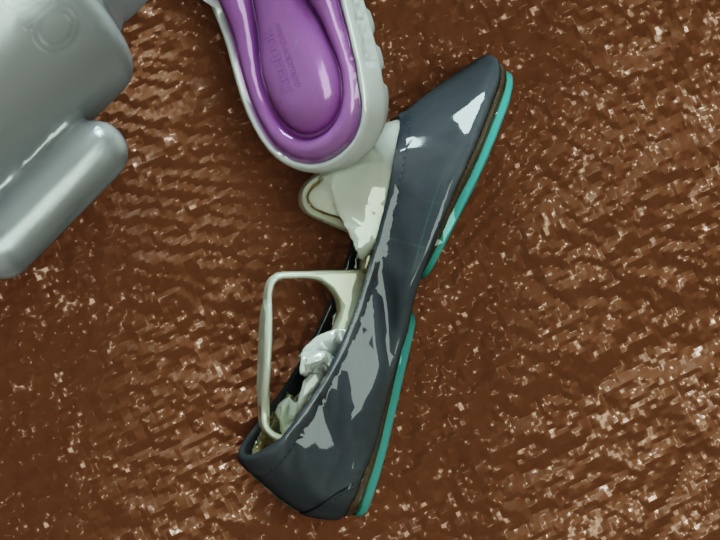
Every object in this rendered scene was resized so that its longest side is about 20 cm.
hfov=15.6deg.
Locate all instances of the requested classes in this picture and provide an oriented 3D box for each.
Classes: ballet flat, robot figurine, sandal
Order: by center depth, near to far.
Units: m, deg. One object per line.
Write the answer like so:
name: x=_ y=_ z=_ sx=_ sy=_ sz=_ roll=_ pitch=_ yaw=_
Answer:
robot figurine: x=-0.167 y=-0.073 z=0.992 sx=0.170 sy=0.113 sz=0.200 roll=41 pitch=81 yaw=19
sandal: x=-0.048 y=-0.134 z=1.021 sx=0.082 sy=0.050 sz=0.203 roll=-30 pitch=84 yaw=30
ballet flat: x=0.000 y=0.000 z=1.051 sx=0.073 sy=0.073 sz=0.200 roll=20 pitch=88 yaw=-11
